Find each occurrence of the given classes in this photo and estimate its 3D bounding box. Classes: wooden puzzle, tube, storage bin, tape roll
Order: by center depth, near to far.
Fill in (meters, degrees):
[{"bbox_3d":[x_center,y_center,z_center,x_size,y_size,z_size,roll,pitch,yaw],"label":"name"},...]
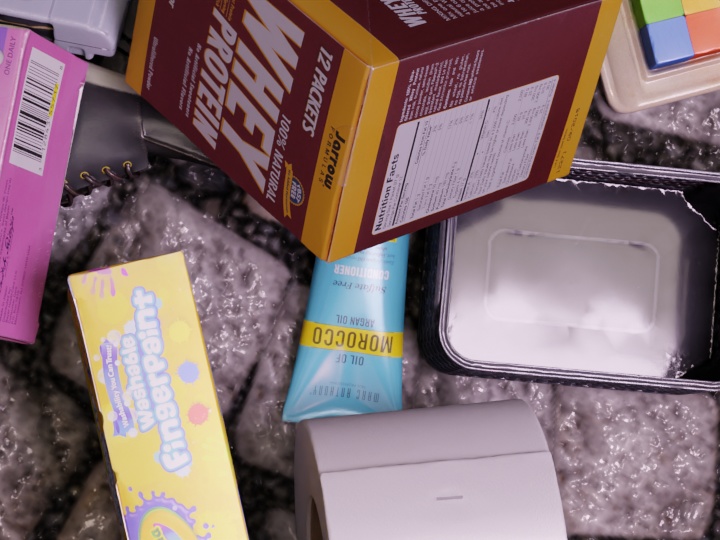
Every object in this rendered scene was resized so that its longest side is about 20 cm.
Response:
[{"bbox_3d":[0.040,0.183,1.372,0.138,0.203,0.205,-4,86,-8],"label":"tape roll"},{"bbox_3d":[0.143,0.004,1.453,0.198,0.094,0.136,5,85,-6],"label":"storage bin"},{"bbox_3d":[0.000,0.000,1.462,0.077,0.050,0.202,7,90,1],"label":"tube"},{"bbox_3d":[0.235,-0.215,1.505,0.198,0.046,0.187,-14,87,-8],"label":"wooden puzzle"}]

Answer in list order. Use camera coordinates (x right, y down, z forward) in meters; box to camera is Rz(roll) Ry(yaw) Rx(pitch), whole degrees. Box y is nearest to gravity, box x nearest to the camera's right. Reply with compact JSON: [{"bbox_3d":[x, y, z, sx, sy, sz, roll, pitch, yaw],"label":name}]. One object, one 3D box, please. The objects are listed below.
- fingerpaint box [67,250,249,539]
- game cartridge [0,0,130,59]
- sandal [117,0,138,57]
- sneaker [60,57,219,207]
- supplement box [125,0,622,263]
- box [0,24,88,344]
[{"bbox_3d":[-0.120,0.098,1.375,0.073,0.167,0.202,-13,87,-8],"label":"fingerpaint box"},{"bbox_3d":[-0.235,-0.205,1.419,0.198,0.041,0.134,11,52,0],"label":"game cartridge"},{"bbox_3d":[-0.113,-0.150,1.457,0.199,0.043,0.077,23,83,-5],"label":"sandal"},{"bbox_3d":[-0.157,-0.068,1.436,0.199,0.075,0.107,20,88,4],"label":"sneaker"},{"bbox_3d":[0.005,-0.136,1.347,0.199,0.133,0.197,-20,49,-37],"label":"supplement box"},{"bbox_3d":[-0.284,-0.062,1.368,0.198,0.097,0.177,10,86,17],"label":"box"}]
